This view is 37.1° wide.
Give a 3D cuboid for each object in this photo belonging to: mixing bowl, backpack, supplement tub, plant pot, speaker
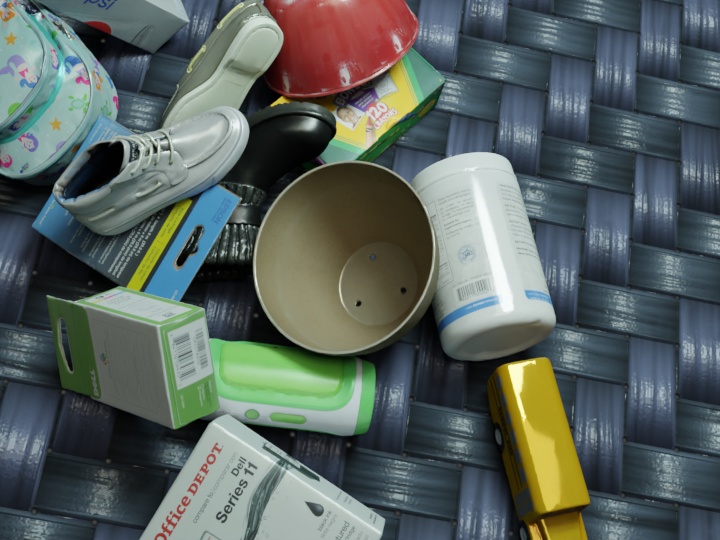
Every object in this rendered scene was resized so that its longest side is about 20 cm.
[{"bbox_3d":[-0.039,-0.305,1.256,0.197,0.109,0.202,-13,40,11],"label":"mixing bowl"},{"bbox_3d":[-0.374,-0.199,1.178,0.177,0.151,0.200,-44,86,3],"label":"backpack"},{"bbox_3d":[0.133,-0.013,1.197,0.130,0.132,0.203,-6,67,-12],"label":"supplement tub"},{"bbox_3d":[0.000,0.000,1.151,0.197,0.134,0.204,-4,75,17],"label":"plant pot"},{"bbox_3d":[-0.087,0.122,1.123,0.197,0.089,0.090,8,65,-6],"label":"speaker"}]

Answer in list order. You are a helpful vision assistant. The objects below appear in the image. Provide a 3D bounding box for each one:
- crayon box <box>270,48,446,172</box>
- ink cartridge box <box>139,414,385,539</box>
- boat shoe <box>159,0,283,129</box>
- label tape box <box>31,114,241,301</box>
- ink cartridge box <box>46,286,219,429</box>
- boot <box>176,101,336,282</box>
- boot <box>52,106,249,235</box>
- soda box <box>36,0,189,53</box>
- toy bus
[{"bbox_3d":[-0.006,-0.198,1.294,0.119,0.058,0.200,43,66,10],"label":"crayon box"},{"bbox_3d":[-0.095,0.255,1.039,0.198,0.083,0.148,31,88,5],"label":"ink cartridge box"},{"bbox_3d":[-0.167,-0.221,1.230,0.072,0.202,0.061,18,34,-46],"label":"boat shoe"},{"bbox_3d":[-0.229,-0.054,1.143,0.198,0.063,0.145,31,86,18],"label":"label tape box"},{"bbox_3d":[-0.229,0.079,1.068,0.059,0.198,0.106,-22,113,-43],"label":"ink cartridge box"},{"bbox_3d":[-0.114,-0.081,1.182,0.209,0.079,0.160,-19,61,23],"label":"boot"},{"bbox_3d":[-0.207,-0.107,1.066,0.199,0.096,0.074,-35,71,4],"label":"boot"},{"bbox_3d":[-0.288,-0.319,1.227,0.068,0.199,0.064,-32,70,21],"label":"soda box"},{"bbox_3d":[0.192,0.202,1.139,0.064,0.078,0.203,-7,67,-13],"label":"toy bus"}]
